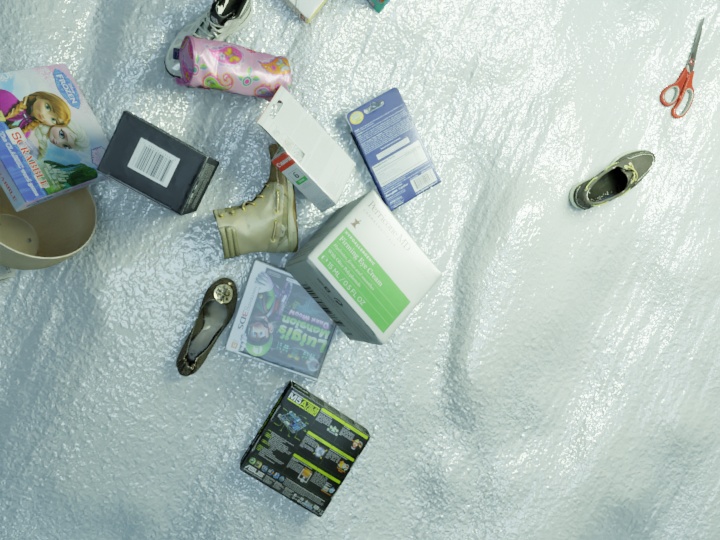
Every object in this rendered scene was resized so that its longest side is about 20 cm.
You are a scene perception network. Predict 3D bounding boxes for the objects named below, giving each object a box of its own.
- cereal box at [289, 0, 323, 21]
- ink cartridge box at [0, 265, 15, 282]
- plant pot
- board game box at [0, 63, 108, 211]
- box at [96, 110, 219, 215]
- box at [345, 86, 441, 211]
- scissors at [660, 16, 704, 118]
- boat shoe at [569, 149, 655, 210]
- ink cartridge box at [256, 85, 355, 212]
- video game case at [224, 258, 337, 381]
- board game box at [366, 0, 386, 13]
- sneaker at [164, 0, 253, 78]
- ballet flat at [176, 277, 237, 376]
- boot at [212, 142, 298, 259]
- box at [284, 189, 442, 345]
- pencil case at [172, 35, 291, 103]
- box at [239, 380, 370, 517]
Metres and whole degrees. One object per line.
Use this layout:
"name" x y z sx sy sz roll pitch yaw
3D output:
"cereal box" -0.122 -0.573 1.038 0.199 0.040 0.145 40 89 -11
"ink cartridge box" -0.728 -0.014 0.989 0.196 0.084 0.149 -23 100 -4
"plant pot" -0.567 -0.083 0.973 0.133 0.201 0.202 -30 104 35
"board game box" -0.523 -0.225 0.952 0.040 0.199 0.204 -19 104 34
"box" -0.330 -0.176 0.977 0.145 0.200 0.106 28 92 -10
"box" 0.062 -0.234 1.120 0.119 0.032 0.204 -28 102 -5
"scissors" 0.693 -0.421 1.214 0.072 0.014 0.204 27 91 -9
"boat shoe" 0.528 -0.186 1.188 0.198 0.061 0.073 -31 101 -5
"ink cartridge box" -0.104 -0.215 1.039 0.200 0.050 0.111 43 50 -25
"video game case" -0.144 0.099 1.131 0.195 0.023 0.186 20 93 -11
"board game box" 0.096 -0.568 1.026 0.045 0.152 0.201 41 90 -12
"sneaker" -0.269 -0.421 1.001 0.200 0.115 0.076 -44 101 -2
"ballet flat" -0.291 0.109 1.096 0.066 0.046 0.203 29 91 -12
"boot" -0.197 -0.127 1.070 0.151 0.073 0.206 -7 103 -11
"box" 0.000 0.000 1.041 0.172 0.199 0.200 -46 101 -16
"pencil case" -0.216 -0.344 1.000 0.196 0.086 0.090 -2 98 -36
"box" -0.110 0.356 1.157 0.197 0.047 0.196 33 88 -11
